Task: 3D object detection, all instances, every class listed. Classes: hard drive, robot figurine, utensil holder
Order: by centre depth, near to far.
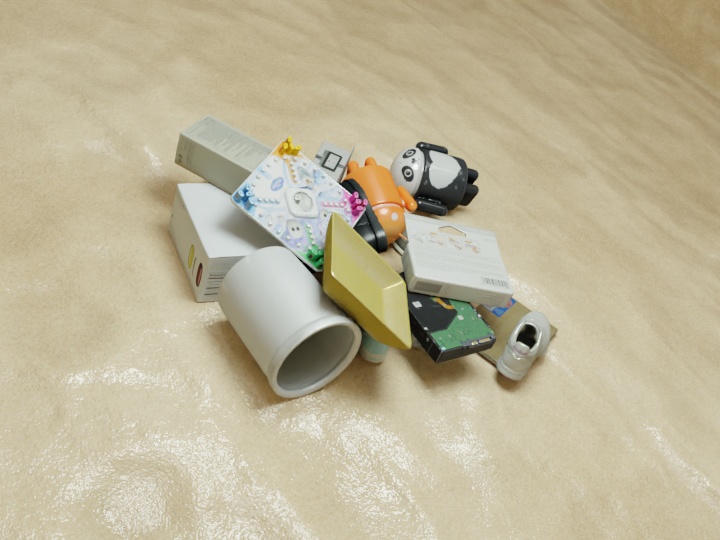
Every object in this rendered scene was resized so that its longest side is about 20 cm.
[{"bbox_3d":[-0.123,0.081,1.471,0.170,0.170,0.200,-13,50,-37],"label":"utensil holder"},{"bbox_3d":[0.138,0.075,1.608,0.139,0.038,0.200,-11,49,-36],"label":"hard drive"},{"bbox_3d":[0.029,-0.135,1.816,0.144,0.117,0.200,11,51,-45],"label":"robot figurine"},{"bbox_3d":[0.163,-0.204,1.976,0.199,0.125,0.150,12,22,-14],"label":"robot figurine"}]

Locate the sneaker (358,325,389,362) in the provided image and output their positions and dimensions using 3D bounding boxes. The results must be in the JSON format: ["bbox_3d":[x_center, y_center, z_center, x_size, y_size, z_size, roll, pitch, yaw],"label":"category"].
[{"bbox_3d":[0.032,0.074,1.622,0.074,0.082,0.200,10,37,-17],"label":"sneaker"}]

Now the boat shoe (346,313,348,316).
[{"bbox_3d":[-0.069,0.074,1.595,0.062,0.073,0.200,0,44,-48],"label":"boat shoe"}]

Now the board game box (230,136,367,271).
[{"bbox_3d":[-0.101,-0.123,1.568,0.200,0.026,0.200,39,46,-6],"label":"board game box"}]

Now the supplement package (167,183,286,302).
[{"bbox_3d":[-0.244,-0.055,1.614,0.155,0.111,0.200,-4,45,-30],"label":"supplement package"}]

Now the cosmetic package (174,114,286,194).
[{"bbox_3d":[-0.231,-0.201,1.643,0.200,0.073,0.104,30,39,9],"label":"cosmetic package"}]

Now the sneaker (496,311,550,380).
[{"bbox_3d":[0.324,0.125,1.671,0.075,0.100,0.200,28,37,11],"label":"sneaker"}]

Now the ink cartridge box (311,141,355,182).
[{"bbox_3d":[-0.079,-0.185,1.843,0.068,0.116,0.200,24,38,-1],"label":"ink cartridge box"}]

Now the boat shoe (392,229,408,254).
[{"bbox_3d":[0.143,-0.041,1.829,0.202,0.060,0.072,40,42,21],"label":"boat shoe"}]

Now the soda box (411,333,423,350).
[{"bbox_3d":[0.141,0.068,1.700,0.068,0.064,0.200,20,39,-4],"label":"soda box"}]

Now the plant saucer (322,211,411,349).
[{"bbox_3d":[0.002,0.025,1.481,0.200,0.048,0.200,44,22,-26],"label":"plant saucer"}]

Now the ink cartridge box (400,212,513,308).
[{"bbox_3d":[0.175,-0.019,1.671,0.199,0.045,0.176,11,40,-17],"label":"ink cartridge box"}]

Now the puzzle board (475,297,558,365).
[{"bbox_3d":[0.287,0.121,1.750,0.151,0.017,0.200,36,40,17],"label":"puzzle board"}]

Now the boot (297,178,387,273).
[{"bbox_3d":[-0.060,-0.087,1.671,0.168,0.077,0.200,-14,49,-16],"label":"boot"}]
